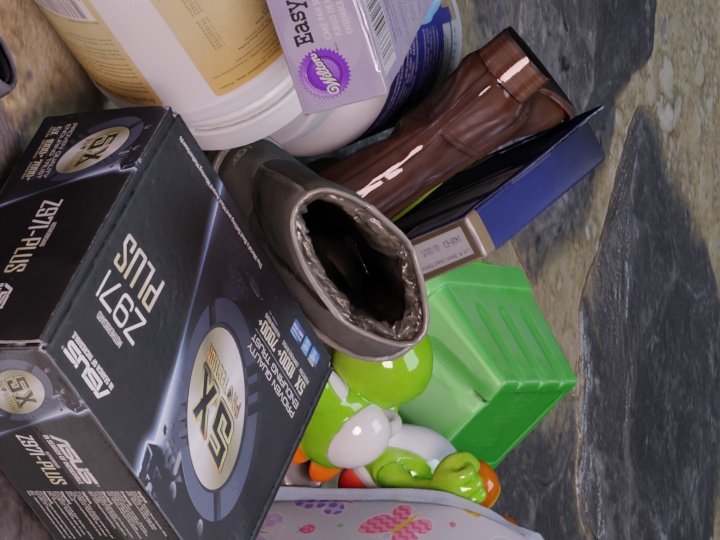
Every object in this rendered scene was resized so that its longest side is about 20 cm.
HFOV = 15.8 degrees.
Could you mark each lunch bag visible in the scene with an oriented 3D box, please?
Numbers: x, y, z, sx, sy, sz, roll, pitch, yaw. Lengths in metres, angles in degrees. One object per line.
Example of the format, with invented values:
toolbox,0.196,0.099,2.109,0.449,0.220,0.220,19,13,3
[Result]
lunch bag,0.001,0.221,1.495,0.170,0.199,0.127,-70,149,-44

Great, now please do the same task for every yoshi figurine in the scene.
yoshi figurine,0.033,0.095,1.555,0.200,0.112,0.112,47,53,-36

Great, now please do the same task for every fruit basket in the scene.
fruit basket,0.034,0.027,1.728,0.215,0.156,0.216,40,14,-12

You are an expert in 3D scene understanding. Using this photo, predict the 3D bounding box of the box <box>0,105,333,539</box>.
box,-0.115,0.044,1.323,0.200,0.086,0.164,60,42,-36

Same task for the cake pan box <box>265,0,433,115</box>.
cake pan box,-0.019,-0.193,1.303,0.184,0.052,0.201,-65,139,-64

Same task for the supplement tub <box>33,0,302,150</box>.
supplement tub,-0.101,-0.167,1.353,0.200,0.144,0.145,57,38,-52

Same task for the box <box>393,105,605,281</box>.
box,0.070,-0.038,1.577,0.033,0.121,0.200,61,38,-8

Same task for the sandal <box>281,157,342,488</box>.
sandal,-0.042,0.037,1.614,0.070,0.077,0.213,154,-56,-80

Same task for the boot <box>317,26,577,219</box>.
boot,0.030,-0.062,1.562,0.064,0.200,0.186,52,8,12

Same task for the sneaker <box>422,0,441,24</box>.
sneaker,-0.003,-0.203,1.506,0.072,0.072,0.200,19,32,-28

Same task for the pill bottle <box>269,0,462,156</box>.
pill bottle,-0.025,-0.133,1.571,0.200,0.119,0.120,-29,115,-66

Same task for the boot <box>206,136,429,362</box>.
boot,-0.001,0.002,1.381,0.182,0.200,0.073,42,82,-24

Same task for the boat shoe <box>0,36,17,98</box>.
boat shoe,-0.199,-0.173,1.218,0.073,0.062,0.201,-28,114,-65
